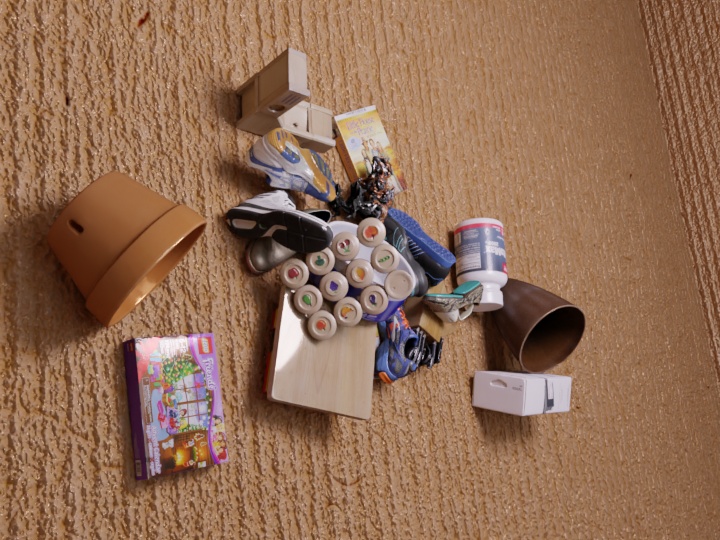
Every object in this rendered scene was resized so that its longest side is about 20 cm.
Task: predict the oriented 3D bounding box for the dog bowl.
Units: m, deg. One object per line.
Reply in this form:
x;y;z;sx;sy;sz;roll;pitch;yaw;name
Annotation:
0.000;0.000;1.266;0.199;0.079;0.201;29;25;-15;dog bowl

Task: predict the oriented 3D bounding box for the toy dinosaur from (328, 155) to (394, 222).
0.017;-0.132;1.374;0.135;0.102;0.202;13;66;-40;toy dinosaur

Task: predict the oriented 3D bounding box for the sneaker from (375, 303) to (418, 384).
0.081;0.128;1.364;0.075;0.078;0.202;41;43;-52;sneaker

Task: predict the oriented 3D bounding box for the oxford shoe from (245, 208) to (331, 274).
-0.128;-0.063;1.228;0.200;0.074;0.071;-47;112;-42;oxford shoe

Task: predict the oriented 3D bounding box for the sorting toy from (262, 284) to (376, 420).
-0.074;0.150;1.203;0.198;0.069;0.202;19;63;-31;sorting toy

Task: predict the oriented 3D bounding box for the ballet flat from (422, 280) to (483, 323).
0.203;0.072;1.446;0.199;0.067;0.076;-12;101;-49;ballet flat

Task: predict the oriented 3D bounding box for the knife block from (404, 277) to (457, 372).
0.122;0.106;1.438;0.175;0.064;0.202;-14;88;-48;knife block

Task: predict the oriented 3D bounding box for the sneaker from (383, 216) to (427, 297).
0.064;-0.031;1.394;0.079;0.076;0.201;-14;61;-26;sneaker

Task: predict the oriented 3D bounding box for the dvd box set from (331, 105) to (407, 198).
0.018;-0.248;1.471;0.146;0.029;0.202;-28;98;-47;dvd box set

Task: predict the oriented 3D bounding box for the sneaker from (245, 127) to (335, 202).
-0.124;-0.179;1.223;0.200;0.088;0.076;38;36;-46;sneaker

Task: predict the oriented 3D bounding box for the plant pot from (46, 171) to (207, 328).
-0.331;-0.042;0.944;0.140;0.200;0.200;43;48;-6;plant pot

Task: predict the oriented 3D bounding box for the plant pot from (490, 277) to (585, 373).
0.394;0.107;1.615;0.186;0.188;0.200;23;18;-39;plant pot

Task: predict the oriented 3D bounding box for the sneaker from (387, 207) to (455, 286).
0.110;-0.050;1.450;0.200;0.078;0.070;45;31;25;sneaker

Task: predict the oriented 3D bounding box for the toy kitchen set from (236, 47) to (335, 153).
-0.100;-0.263;1.245;0.199;0.180;0.165;9;72;-39;toy kitchen set

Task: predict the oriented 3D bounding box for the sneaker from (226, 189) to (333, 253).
-0.121;-0.099;1.175;0.116;0.199;0.076;-52;148;-47;sneaker

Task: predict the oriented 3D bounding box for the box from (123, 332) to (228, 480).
-0.275;0.198;1.019;0.136;0.039;0.202;0;77;-46;box

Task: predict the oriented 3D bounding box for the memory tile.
-0.023;0.016;1.152;0.154;0.199;0.017;62;1;-2;memory tile

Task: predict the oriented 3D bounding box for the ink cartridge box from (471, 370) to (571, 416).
0.373;0.280;1.574;0.199;0.144;0.085;8;85;-44;ink cartridge box

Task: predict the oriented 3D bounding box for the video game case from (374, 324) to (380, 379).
-0.017;0.115;1.327;0.142;0.017;0.202;2;76;-45;video game case

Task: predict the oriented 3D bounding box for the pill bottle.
0.284;-0.011;1.604;0.119;0.119;0.202;14;68;-42;pill bottle
